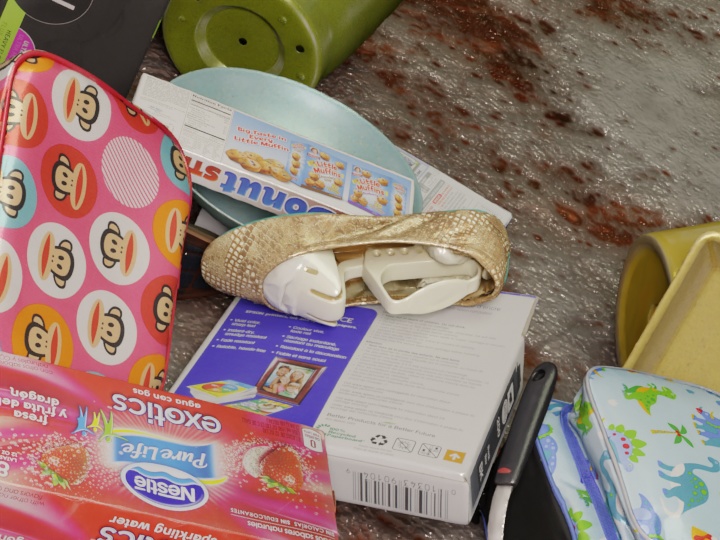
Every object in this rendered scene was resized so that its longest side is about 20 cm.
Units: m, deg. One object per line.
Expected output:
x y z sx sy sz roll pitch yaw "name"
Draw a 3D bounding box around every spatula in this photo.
0.084 0.144 1.101 0.020 0.056 0.202 34 64 -38 "spatula"

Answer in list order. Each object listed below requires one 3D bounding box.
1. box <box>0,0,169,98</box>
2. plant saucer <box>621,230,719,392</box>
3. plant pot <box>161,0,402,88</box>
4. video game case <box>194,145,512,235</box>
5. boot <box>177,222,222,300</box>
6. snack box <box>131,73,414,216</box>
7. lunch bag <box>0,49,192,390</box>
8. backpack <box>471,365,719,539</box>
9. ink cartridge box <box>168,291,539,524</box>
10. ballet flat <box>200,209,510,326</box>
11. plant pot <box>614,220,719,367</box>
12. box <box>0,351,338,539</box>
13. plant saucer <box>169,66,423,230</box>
-0.199 -0.230 1.373 0.123 0.149 0.201 22 34 -13 "box"
0.268 0.096 1.271 0.199 0.201 0.048 27 16 -3 "plant saucer"
-0.064 -0.228 1.460 0.199 0.201 0.194 28 45 -2 "plant pot"
-0.003 -0.031 1.352 0.180 0.046 0.200 32 34 5 "video game case"
-0.170 -0.045 1.220 0.198 0.075 0.097 14 39 -19 "boot"
-0.059 -0.068 1.229 0.198 0.024 0.072 21 33 -10 "snack box"
-0.183 -0.018 1.065 0.176 0.081 0.202 32 56 -44 "lunch bag"
0.191 0.163 1.156 0.198 0.147 0.184 13 39 -28 "backpack"
-0.003 0.068 1.160 0.196 0.044 0.200 9 33 15 "ink cartridge box"
0.000 0.000 1.174 0.198 0.071 0.066 -8 45 -5 "ballet flat"
0.294 0.041 1.367 0.187 0.202 0.202 2 40 -12 "plant pot"
-0.120 0.130 1.004 0.198 0.100 0.096 16 37 -21 "box"
-0.055 -0.064 1.285 0.199 0.039 0.202 19 35 -14 "plant saucer"
